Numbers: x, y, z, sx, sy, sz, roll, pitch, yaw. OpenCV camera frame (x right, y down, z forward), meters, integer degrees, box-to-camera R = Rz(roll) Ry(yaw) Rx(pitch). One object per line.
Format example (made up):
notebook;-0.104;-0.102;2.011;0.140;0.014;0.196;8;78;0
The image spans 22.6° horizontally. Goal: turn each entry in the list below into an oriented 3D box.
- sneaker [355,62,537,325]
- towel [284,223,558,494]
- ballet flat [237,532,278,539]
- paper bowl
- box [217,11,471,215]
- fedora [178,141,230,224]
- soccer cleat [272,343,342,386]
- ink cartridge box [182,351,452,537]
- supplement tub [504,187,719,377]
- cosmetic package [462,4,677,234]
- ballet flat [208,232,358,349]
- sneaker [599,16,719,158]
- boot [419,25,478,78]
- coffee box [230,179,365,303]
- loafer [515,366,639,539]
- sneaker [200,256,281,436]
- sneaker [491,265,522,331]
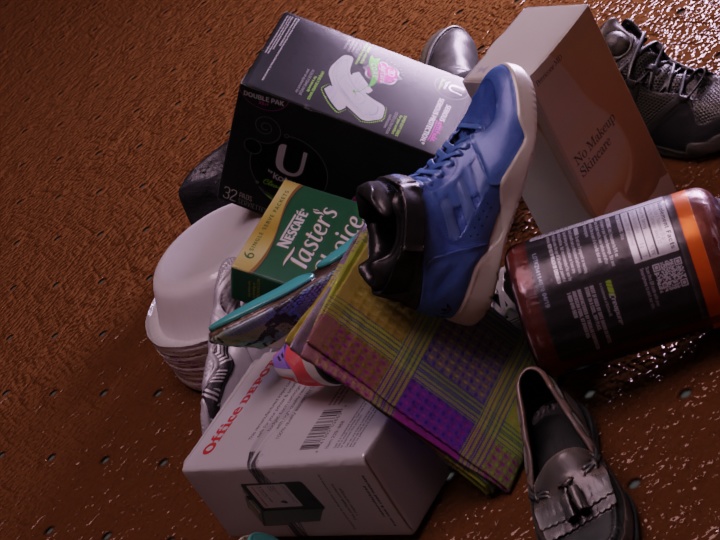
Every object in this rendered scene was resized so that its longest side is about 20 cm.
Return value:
sneaker;0.058;-0.068;1.341;0.077;0.111;0.201;-170;95;-70
towel;0.052;0.064;1.355;0.023;0.200;0.144;-46;11;51
ballet flat;-0.070;0.267;1.308;0.062;0.067;0.200;-57;17;18
paper bowl;-0.117;0.012;1.716;0.200;0.105;0.201;-25;29;15
box;-0.010;-0.118;1.658;0.199;0.149;0.125;21;45;5
fedora;-0.117;-0.085;1.882;0.200;0.092;0.201;-27;27;15
soccer cleat;0.010;0.022;1.425;0.200;0.068;0.073;-42;19;-34
ink cartridge box;-0.021;0.132;1.427;0.199;0.084;0.146;-8;35;41
supplement tub;0.214;0.004;1.335;0.199;0.107;0.107;-17;29;9
cosmetic package;0.174;-0.106;1.467;0.071;0.200;0.105;4;46;46
ballet flat;-0.028;0.024;1.464;0.200;0.074;0.074;-33;25;-17
sneaker;0.261;-0.160;1.561;0.199;0.114;0.076;8;50;51
boot;0.143;-0.194;1.796;0.200;0.073;0.182;-18;44;43
coffee box;0.000;0.000;1.551;0.199;0.044;0.123;19;49;14
loafer;0.139;0.140;1.257;0.072;0.063;0.200;-29;27;9
sneaker;-0.076;0.085;1.566;0.114;0.075;0.201;3;67;3
sneaker;0.116;0.023;1.438;0.199;0.073;0.072;-22;53;10
